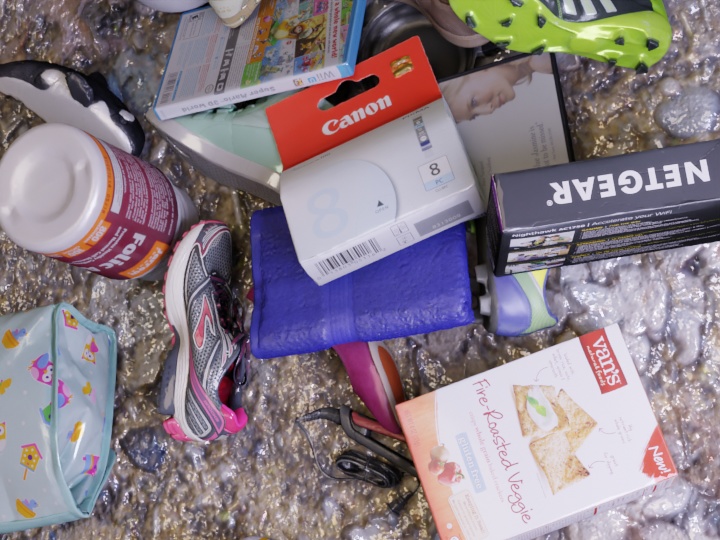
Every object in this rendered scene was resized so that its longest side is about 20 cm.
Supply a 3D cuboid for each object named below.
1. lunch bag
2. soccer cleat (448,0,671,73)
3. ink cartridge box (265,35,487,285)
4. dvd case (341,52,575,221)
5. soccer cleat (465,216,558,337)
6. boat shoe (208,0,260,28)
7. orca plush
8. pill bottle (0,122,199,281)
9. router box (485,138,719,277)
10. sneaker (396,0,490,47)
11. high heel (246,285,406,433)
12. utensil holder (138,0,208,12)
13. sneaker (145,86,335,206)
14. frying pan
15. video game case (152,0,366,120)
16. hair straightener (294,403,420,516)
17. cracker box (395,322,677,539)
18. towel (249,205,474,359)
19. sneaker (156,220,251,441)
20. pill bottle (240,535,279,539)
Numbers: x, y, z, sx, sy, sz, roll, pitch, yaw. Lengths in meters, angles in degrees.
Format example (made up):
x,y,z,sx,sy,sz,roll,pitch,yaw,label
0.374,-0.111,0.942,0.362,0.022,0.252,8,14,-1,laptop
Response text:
x,y,z,sx,sy,sz,roll,pitch,yaw,label
-0.323,0.148,1.429,0.168,0.122,0.203,-10,70,19,lunch bag
0.168,-0.223,1.290,0.197,0.068,0.082,13,49,-10,soccer cleat
0.003,-0.106,1.293,0.158,0.047,0.202,-24,58,9,ink cartridge box
0.081,-0.106,1.300,0.198,0.018,0.144,-15,58,16,dvd case
0.135,-0.041,1.318,0.082,0.065,0.203,2,74,-8,soccer cleat
-0.075,-0.320,1.445,0.073,0.063,0.201,24,68,35,boat shoe
-0.286,-0.170,1.522,0.198,0.071,0.106,16,130,29,orca plush
-0.234,-0.055,1.387,0.113,0.200,0.116,-5,78,22,pill bottle
0.201,-0.049,1.204,0.197,0.149,0.052,-9,77,0,router box
0.052,-0.277,1.361,0.070,0.076,0.199,-36,53,-23,sneaker
-0.029,0.074,1.352,0.095,0.067,0.201,-31,57,11,high heel
-0.213,-0.355,1.433,0.168,0.200,0.172,-6,73,22,utensil holder
-0.105,-0.142,1.428,0.199,0.074,0.119,25,76,32,sneaker
0.084,-0.212,1.379,0.188,0.031,0.116,-29,68,5,frying pan
-0.091,-0.213,1.422,0.197,0.018,0.144,-11,45,21,video game case
0.027,0.173,1.318,0.198,0.041,0.078,19,87,19,hair straightener
0.142,0.143,1.244,0.198,0.058,0.135,-21,72,0,cracker box
0.000,0.000,1.317,0.197,0.050,0.149,-10,60,14,towel
-0.131,0.055,1.387,0.074,0.080,0.203,-4,80,29,sneaker
-0.058,0.287,1.299,0.197,0.104,0.106,7,82,24,pill bottle
